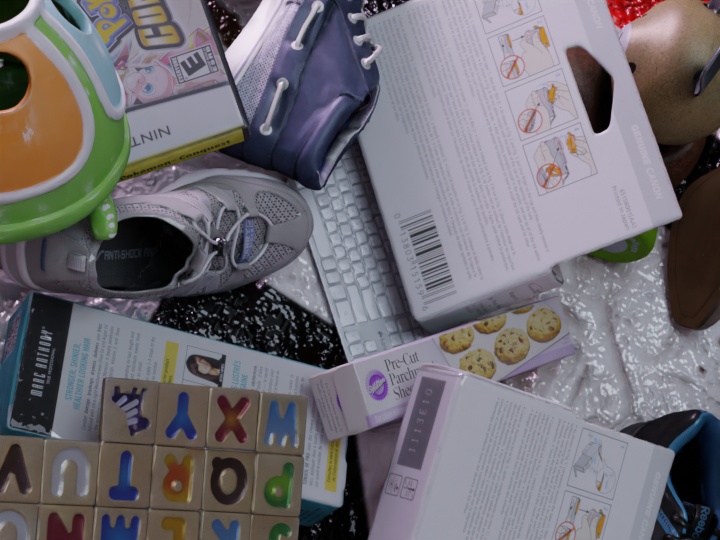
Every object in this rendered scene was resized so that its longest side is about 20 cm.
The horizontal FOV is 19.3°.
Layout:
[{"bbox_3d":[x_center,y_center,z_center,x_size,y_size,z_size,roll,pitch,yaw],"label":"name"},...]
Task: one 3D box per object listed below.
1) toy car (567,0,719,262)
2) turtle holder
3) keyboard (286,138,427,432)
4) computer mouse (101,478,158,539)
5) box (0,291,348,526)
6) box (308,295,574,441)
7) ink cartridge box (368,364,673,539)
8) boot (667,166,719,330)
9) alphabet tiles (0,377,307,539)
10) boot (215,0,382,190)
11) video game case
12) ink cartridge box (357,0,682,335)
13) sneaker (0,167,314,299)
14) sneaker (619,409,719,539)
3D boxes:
[{"bbox_3d":[0.178,-0.129,1.335,0.157,0.200,0.165,25,60,-15],"label":"toy car"},{"bbox_3d":[-0.190,-0.105,1.124,0.140,0.132,0.186,3,42,8],"label":"turtle holder"},{"bbox_3d":[0.000,0.000,1.305,0.056,0.011,0.201,-10,73,-29],"label":"keyboard"},{"bbox_3d":[-0.129,0.195,1.122,0.058,0.034,0.201,-2,83,-30],"label":"computer mouse"},{"bbox_3d":[-0.105,0.081,1.196,0.199,0.049,0.083,16,63,-19],"label":"box"},{"bbox_3d":[0.053,0.056,1.255,0.199,0.039,0.042,-14,86,-47],"label":"box"},{"bbox_3d":[0.082,0.172,1.205,0.173,0.043,0.201,21,83,-37],"label":"ink cartridge box"},{"bbox_3d":[0.287,-0.048,1.429,0.146,0.070,0.201,13,97,-46],"label":"boot"},{"bbox_3d":[-0.114,0.142,1.116,0.199,0.008,0.168,8,84,-38],"label":"alphabet tiles"},{"bbox_3d":[-0.016,-0.141,1.290,0.090,0.073,0.201,25,71,15],"label":"boot"},{"bbox_3d":[-0.179,-0.141,1.226,0.180,0.026,0.201,-19,77,-5],"label":"video game case"},{"bbox_3d":[0.088,-0.084,1.300,0.173,0.044,0.201,-20,71,10],"label":"ink cartridge box"},{"bbox_3d":[-0.101,-0.010,1.198,0.199,0.082,0.075,-11,110,-38],"label":"sneaker"},{"bbox_3d":[0.177,0.176,1.274,0.073,0.082,0.201,19,63,-21],"label":"sneaker"}]
